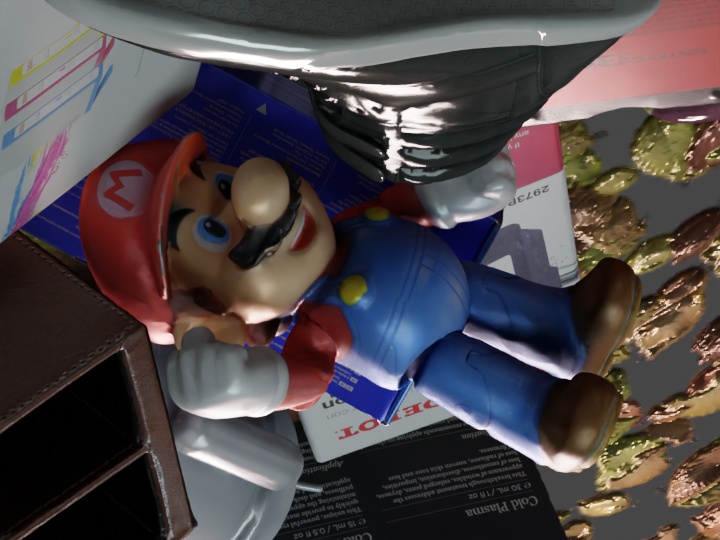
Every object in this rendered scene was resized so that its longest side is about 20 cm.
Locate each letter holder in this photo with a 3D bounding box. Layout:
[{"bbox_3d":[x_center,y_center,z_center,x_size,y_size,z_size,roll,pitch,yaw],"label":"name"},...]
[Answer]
[{"bbox_3d":[-0.179,0.046,0.701,0.142,0.200,0.101,-34,137,-27],"label":"letter holder"}]

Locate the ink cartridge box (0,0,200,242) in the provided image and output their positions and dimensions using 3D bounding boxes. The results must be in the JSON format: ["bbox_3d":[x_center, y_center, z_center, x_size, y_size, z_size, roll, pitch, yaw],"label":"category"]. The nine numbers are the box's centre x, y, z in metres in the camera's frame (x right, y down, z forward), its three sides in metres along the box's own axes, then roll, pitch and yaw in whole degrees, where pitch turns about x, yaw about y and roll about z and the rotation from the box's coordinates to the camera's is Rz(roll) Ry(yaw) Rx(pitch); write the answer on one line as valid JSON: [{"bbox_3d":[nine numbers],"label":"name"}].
[{"bbox_3d":[-0.147,-0.086,0.627,0.200,0.128,0.126,-44,163,-41],"label":"ink cartridge box"}]

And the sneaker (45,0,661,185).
[{"bbox_3d":[-0.012,-0.066,0.615,0.199,0.071,0.099,-3,150,-28],"label":"sneaker"}]

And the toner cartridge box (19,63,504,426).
[{"bbox_3d":[-0.053,-0.031,0.780,0.199,0.043,0.095,29,107,-3],"label":"toner cartridge box"}]

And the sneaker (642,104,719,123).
[{"bbox_3d":[0.220,-0.112,0.903,0.199,0.075,0.090,-29,140,12],"label":"sneaker"}]

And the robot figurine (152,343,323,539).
[{"bbox_3d":[-0.107,0.082,0.945,0.169,0.114,0.200,3,163,41],"label":"robot figurine"}]

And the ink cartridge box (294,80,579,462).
[{"bbox_3d":[0.018,-0.017,0.910,0.144,0.085,0.200,-19,143,-2],"label":"ink cartridge box"}]

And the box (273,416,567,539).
[{"bbox_3d":[0.009,0.178,1.067,0.199,0.183,0.104,-11,142,-14],"label":"box"}]

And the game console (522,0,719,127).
[{"bbox_3d":[0.090,-0.121,0.737,0.199,0.119,0.173,-7,150,13],"label":"game console"}]

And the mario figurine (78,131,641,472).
[{"bbox_3d":[0.000,0.000,0.698,0.199,0.124,0.106,18,107,-4],"label":"mario figurine"}]
